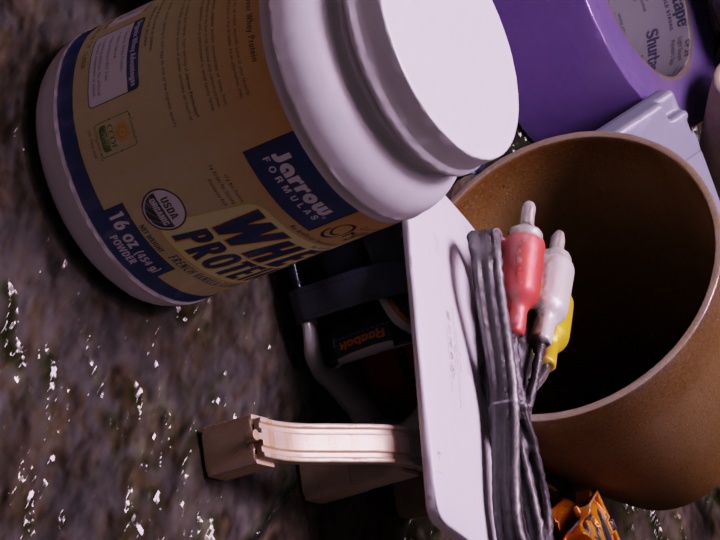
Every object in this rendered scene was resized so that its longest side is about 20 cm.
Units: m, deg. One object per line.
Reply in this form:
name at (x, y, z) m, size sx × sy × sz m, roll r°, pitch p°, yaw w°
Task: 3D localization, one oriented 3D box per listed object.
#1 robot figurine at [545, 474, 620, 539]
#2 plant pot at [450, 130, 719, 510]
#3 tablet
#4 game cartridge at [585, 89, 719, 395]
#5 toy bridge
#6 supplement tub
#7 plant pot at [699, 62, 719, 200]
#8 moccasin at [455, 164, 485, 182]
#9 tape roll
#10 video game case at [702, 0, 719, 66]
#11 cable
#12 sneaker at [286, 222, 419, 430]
robot figurine at (0.101, 0.187, 1.644) m, size 0.146 × 0.058 × 0.200 m, roll 65°, pitch 29°, yaw -6°
plant pot at (0.147, 0.051, 1.721) m, size 0.200 × 0.185 × 0.187 m, roll 54°, pitch 29°, yaw -51°
tablet at (0.054, 0.056, 1.553) m, size 0.130 × 0.014 × 0.201 m, roll 45°, pitch 37°, yaw -58°
game cartridge at (0.177, 0.006, 1.851) m, size 0.133 × 0.041 × 0.201 m, roll -30°, pitch 109°, yaw -25°
toy bridge at (0.000, 0.098, 1.519) m, size 0.200 × 0.067 × 0.027 m, roll 18°, pitch 59°, yaw -56°
supplement tub at (-0.039, -0.077, 1.426) m, size 0.144 × 0.199 × 0.145 m, roll 38°, pitch 41°, yaw -43°
plant pot at (0.292, -0.047, 1.941) m, size 0.188 × 0.186 × 0.201 m, roll -67°, pitch 148°, yaw -52°
moccasin at (0.025, -0.111, 1.638) m, size 0.200 × 0.068 × 0.081 m, roll 58°, pitch 29°, yaw -64°
tape roll at (0.147, -0.174, 1.939) m, size 0.200 × 0.085 × 0.201 m, roll 39°, pitch 40°, yaw -42°
video game case at (0.229, -0.215, 2.039) m, size 0.181 × 0.025 × 0.201 m, roll 98°, pitch -27°, yaw -70°
cable at (0.088, 0.055, 1.547) m, size 0.097 × 0.050 × 0.201 m, roll 59°, pitch 23°, yaw -50°
sneaker at (0.000, 0.000, 1.572) m, size 0.201 × 0.078 × 0.079 m, roll 65°, pitch 23°, yaw -11°
